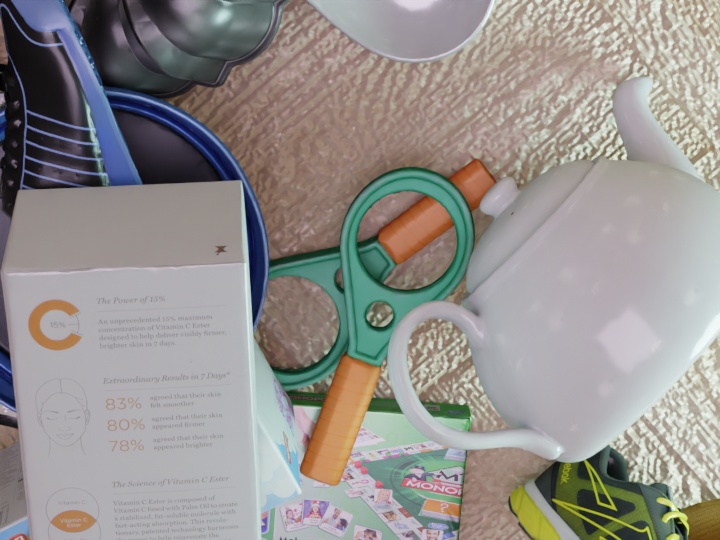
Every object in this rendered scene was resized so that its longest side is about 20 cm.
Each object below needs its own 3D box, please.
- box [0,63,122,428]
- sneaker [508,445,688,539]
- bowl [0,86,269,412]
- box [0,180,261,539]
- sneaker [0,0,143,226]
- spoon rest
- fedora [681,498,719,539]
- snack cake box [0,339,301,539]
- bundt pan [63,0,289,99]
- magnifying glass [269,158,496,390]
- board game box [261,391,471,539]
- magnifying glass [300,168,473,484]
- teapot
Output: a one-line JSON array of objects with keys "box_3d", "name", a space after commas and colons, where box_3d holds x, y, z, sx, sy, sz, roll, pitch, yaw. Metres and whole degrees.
[{"box_3d": [-0.238, -0.022, 1.383, 0.163, 0.086, 0.201, 12, 103, -3], "name": "box"}, {"box_3d": [0.171, 0.174, 1.393, 0.085, 0.200, 0.074, -47, 143, 2], "name": "sneaker"}, {"box_3d": [-0.152, -0.009, 1.324, 0.200, 0.039, 0.202, -1, 104, -2], "name": "bowl"}, {"box_3d": [-0.118, 0.064, 1.228, 0.124, 0.098, 0.201, -2, 118, -2], "name": "box"}, {"box_3d": [-0.168, -0.068, 1.252, 0.078, 0.070, 0.201, -22, 105, -4], "name": "sneaker"}, {"box_3d": [-0.016, -0.184, 1.356, 0.199, 0.061, 0.100, 14, 104, -3], "name": "spoon rest"}, {"box_3d": [0.236, 0.244, 1.433, 0.200, 0.082, 0.201, -8, 69, 20], "name": "fedora"}, {"box_3d": [-0.138, 0.124, 1.375, 0.199, 0.115, 0.067, -27, 110, 7], "name": "snack cake box"}, {"box_3d": [-0.134, -0.195, 1.309, 0.201, 0.076, 0.203, 4, 100, 22], "name": "bundt pan"}, {"box_3d": [0.000, 0.000, 1.422, 0.200, 0.022, 0.080, -37, 101, 8], "name": "magnifying glass"}, {"box_3d": [-0.035, 0.145, 1.455, 0.199, 0.029, 0.135, 5, 103, -1], "name": "board game box"}, {"box_3d": [0.009, 0.034, 1.398, 0.079, 0.022, 0.201, 20, 101, -4], "name": "magnifying glass"}, {"box_3d": [0.125, 0.007, 1.343, 0.146, 0.200, 0.197, 42, 111, -2], "name": "teapot"}]
